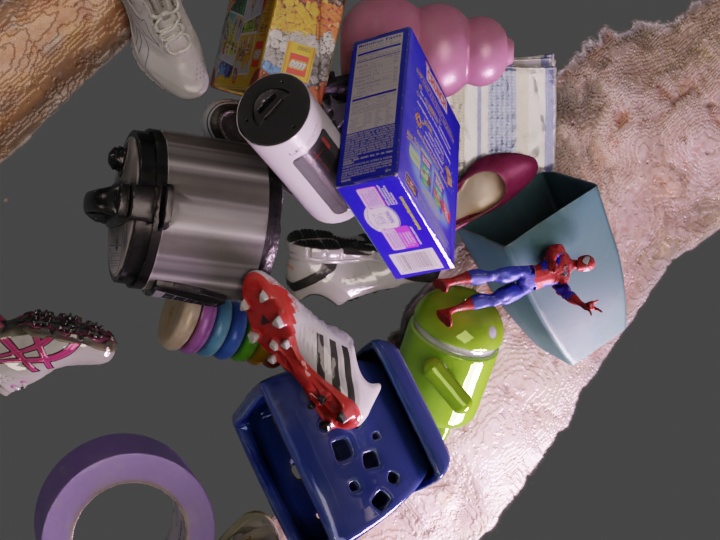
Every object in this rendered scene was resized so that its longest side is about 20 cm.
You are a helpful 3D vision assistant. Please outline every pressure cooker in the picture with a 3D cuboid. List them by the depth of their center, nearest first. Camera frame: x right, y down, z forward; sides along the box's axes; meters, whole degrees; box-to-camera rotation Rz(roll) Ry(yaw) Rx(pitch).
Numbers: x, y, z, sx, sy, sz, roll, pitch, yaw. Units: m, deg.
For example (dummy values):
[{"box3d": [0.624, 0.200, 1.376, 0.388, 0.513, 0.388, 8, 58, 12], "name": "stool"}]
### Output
[{"box3d": [-0.198, -0.062, 1.375, 0.198, 0.180, 0.177, 8, 135, -22], "name": "pressure cooker"}]

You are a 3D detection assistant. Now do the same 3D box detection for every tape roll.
[{"box3d": [-0.272, 0.296, 1.470, 0.197, 0.085, 0.203, -3, 99, -19], "name": "tape roll"}]

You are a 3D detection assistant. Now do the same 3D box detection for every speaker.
[{"box3d": [-0.056, -0.123, 1.314, 0.081, 0.081, 0.200, -51, 153, -6], "name": "speaker"}]

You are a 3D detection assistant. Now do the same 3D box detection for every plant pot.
[{"box3d": [-0.018, 0.200, 1.467, 0.178, 0.200, 0.202, -25, 81, -21], "name": "plant pot"}, {"box3d": [0.239, 0.004, 1.585, 0.140, 0.141, 0.202, -32, 113, -12], "name": "plant pot"}]

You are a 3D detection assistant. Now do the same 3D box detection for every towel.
[{"box3d": [0.147, -0.188, 1.565, 0.197, 0.024, 0.149, -4, 101, -10], "name": "towel"}]

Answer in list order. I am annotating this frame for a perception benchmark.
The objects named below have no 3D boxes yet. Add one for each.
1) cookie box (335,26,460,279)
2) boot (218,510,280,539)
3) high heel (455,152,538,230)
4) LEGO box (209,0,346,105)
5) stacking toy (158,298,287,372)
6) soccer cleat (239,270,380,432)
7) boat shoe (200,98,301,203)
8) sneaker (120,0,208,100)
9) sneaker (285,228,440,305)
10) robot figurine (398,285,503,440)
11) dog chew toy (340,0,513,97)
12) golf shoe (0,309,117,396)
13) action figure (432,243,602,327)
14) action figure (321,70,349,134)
[{"box3d": [0.046, -0.124, 1.365, 0.172, 0.074, 0.202, 55, 33, -48], "name": "cookie box"}, {"box3d": [-0.155, 0.386, 1.489, 0.072, 0.154, 0.200, 43, 83, -20], "name": "boot"}, {"box3d": [0.129, -0.081, 1.526, 0.198, 0.096, 0.068, -19, 111, -2], "name": "high heel"}, {"box3d": [-0.090, -0.260, 1.384, 0.076, 0.200, 0.151, 12, 94, -22], "name": "LEGO box"}, {"box3d": [-0.133, 0.080, 1.493, 0.198, 0.085, 0.086, 23, 91, -27], "name": "stacking toy"}, {"box3d": [-0.053, 0.077, 1.353, 0.201, 0.068, 0.085, 54, 47, -7], "name": "soccer cleat"}, {"box3d": [-0.091, -0.133, 1.472, 0.199, 0.071, 0.073, 31, 88, -20], "name": "boat shoe"}, {"box3d": [-0.223, -0.277, 1.394, 0.074, 0.087, 0.202, -32, 109, -14], "name": "sneaker"}, {"box3d": [0.000, 0.000, 1.538, 0.197, 0.074, 0.081, 5, 112, -16], "name": "sneaker"}, {"box3d": [0.103, 0.108, 1.543, 0.114, 0.176, 0.202, 21, 113, 7], "name": "robot figurine"}, {"box3d": [0.077, -0.253, 1.466, 0.197, 0.125, 0.126, 1, 99, 3], "name": "dog chew toy"}, {"box3d": [-0.371, 0.091, 1.412, 0.197, 0.073, 0.093, 5, 103, -10], "name": "golf shoe"}, {"box3d": [0.192, 0.020, 1.442, 0.198, 0.099, 0.066, -16, 112, -21], "name": "action figure"}, {"box3d": [-0.003, -0.129, 1.472, 0.069, 0.130, 0.202, -28, 110, -5], "name": "action figure"}]
